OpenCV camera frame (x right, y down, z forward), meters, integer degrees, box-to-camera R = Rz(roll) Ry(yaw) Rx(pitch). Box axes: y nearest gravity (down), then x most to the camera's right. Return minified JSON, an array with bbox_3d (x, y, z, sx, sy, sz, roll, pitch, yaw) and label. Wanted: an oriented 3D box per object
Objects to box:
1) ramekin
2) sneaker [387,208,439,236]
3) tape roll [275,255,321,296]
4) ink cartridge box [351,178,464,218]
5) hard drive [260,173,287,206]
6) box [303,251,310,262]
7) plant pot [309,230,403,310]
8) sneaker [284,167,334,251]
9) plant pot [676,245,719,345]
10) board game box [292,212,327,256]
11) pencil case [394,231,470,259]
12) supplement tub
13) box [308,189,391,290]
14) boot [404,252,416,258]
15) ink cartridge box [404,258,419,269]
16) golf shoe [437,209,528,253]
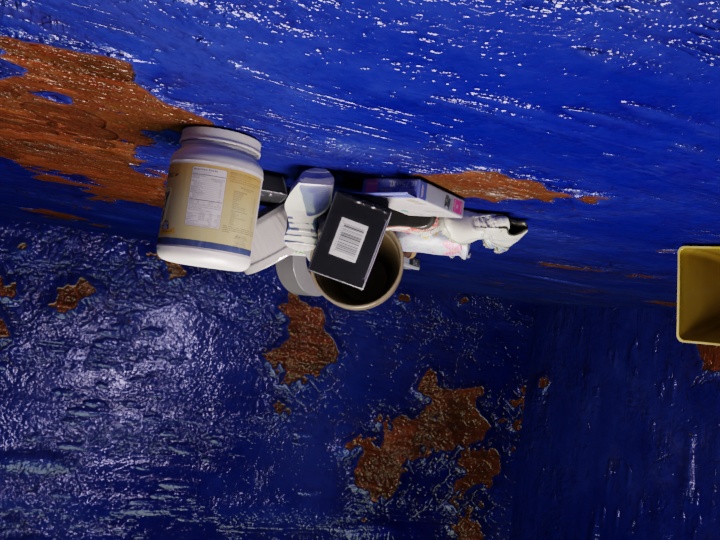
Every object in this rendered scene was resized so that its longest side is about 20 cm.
[{"bbox_3d":[-0.179,-0.084,1.473,0.202,0.094,0.202,-29,-168,7],"label":"ramekin"},{"bbox_3d":[0.065,-0.106,1.435,0.201,0.067,0.108,6,175,20],"label":"sneaker"},{"bbox_3d":[-0.131,-0.033,1.844,0.066,0.201,0.200,4,174,39],"label":"tape roll"},{"bbox_3d":[0.088,-0.131,1.252,0.119,0.042,0.200,6,178,36],"label":"ink cartridge box"},{"bbox_3d":[-0.217,-0.162,1.369,0.135,0.042,0.200,9,176,-16],"label":"hard drive"},{"bbox_3d":[-0.042,-0.048,1.631,0.156,0.041,0.200,-26,150,2],"label":"box"},{"bbox_3d":[0.000,0.000,1.535,0.200,0.200,0.174,7,167,8],"label":"plant pot"},{"bbox_3d":[-0.101,-0.136,1.294,0.080,0.115,0.200,7,146,-11],"label":"sneaker"},{"bbox_3d":[0.792,0.047,1.452,0.176,0.200,0.200,-4,-175,-43],"label":"plant pot"},{"bbox_3d":[-0.074,-0.082,1.650,0.200,0.035,0.126,4,140,-27],"label":"board game box"},{"bbox_3d":[0.150,-0.075,1.571,0.200,0.083,0.091,8,161,7],"label":"pencil case"},{"bbox_3d":[-0.226,-0.106,1.075,0.144,0.200,0.144,8,175,1],"label":"supplement tub"},{"bbox_3d":[-0.018,-0.062,1.277,0.104,0.148,0.200,20,-172,-2],"label":"box"},{"bbox_3d":[0.053,-0.075,1.808,0.166,0.073,0.200,7,179,-11],"label":"boot"},{"bbox_3d":[0.072,-0.039,2.428,0.200,0.044,0.198,2,173,35],"label":"ink cartridge box"},{"bbox_3d":[0.246,-0.094,1.398,0.200,0.078,0.097,7,157,-34],"label":"golf shoe"}]
